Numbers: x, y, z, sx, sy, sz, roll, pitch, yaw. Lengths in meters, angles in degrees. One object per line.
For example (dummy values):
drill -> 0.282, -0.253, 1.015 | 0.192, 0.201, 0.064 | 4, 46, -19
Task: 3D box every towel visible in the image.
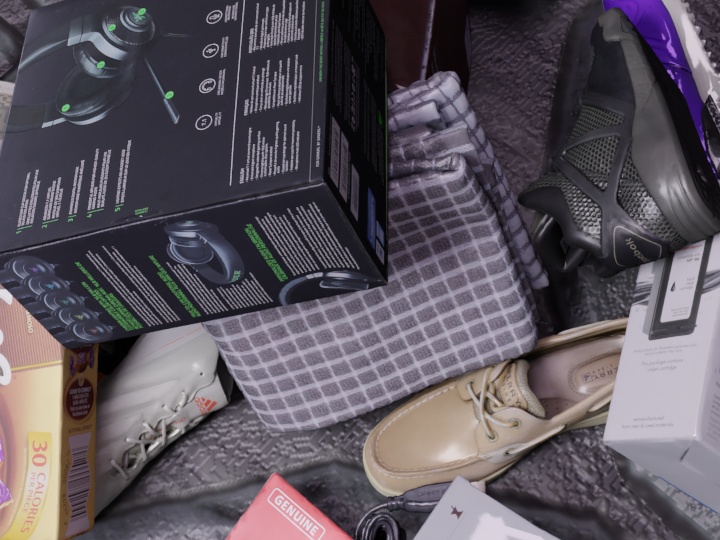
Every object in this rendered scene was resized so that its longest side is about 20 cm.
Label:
towel -> 0.000, 0.000, 0.767 | 0.198, 0.167, 0.086 | -19, 34, 12

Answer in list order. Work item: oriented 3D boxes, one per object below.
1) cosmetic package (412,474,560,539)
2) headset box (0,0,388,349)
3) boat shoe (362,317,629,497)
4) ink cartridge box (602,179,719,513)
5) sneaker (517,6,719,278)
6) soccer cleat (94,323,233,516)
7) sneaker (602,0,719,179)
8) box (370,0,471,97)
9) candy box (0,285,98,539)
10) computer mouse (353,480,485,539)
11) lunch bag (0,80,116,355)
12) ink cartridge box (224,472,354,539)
cosmetic package -> 0.058, 0.230, 0.674 | 0.150, 0.052, 0.201 | 31, 70, 21
headset box -> -0.092, -0.066, 0.687 | 0.198, 0.093, 0.176 | -12, 53, 16
boat shoe -> 0.092, 0.079, 0.798 | 0.198, 0.065, 0.073 | -20, 63, 0
ink cartridge box -> 0.220, 0.027, 0.766 | 0.067, 0.116, 0.202 | -11, 54, 50
sneaker -> 0.142, -0.075, 0.784 | 0.114, 0.076, 0.201 | -30, 41, 26
soccer cleat -> -0.129, 0.084, 0.838 | 0.077, 0.069, 0.201 | 27, 70, 15
sneaker -> 0.185, -0.114, 0.872 | 0.099, 0.070, 0.202 | -21, 62, 2
box -> -0.036, -0.142, 0.871 | 0.197, 0.166, 0.166 | 3, 64, 12
candy box -> -0.218, 0.055, 0.777 | 0.115, 0.056, 0.203 | 1, 90, 12
computer mouse -> 0.087, 0.192, 0.757 | 0.198, 0.046, 0.142 | -8, 71, 17
lunch bag -> -0.241, -0.037, 0.886 | 0.197, 0.118, 0.166 | 6, 72, 10
ink cartridge box -> -0.038, 0.242, 0.736 | 0.199, 0.045, 0.177 | 36, 90, 23
